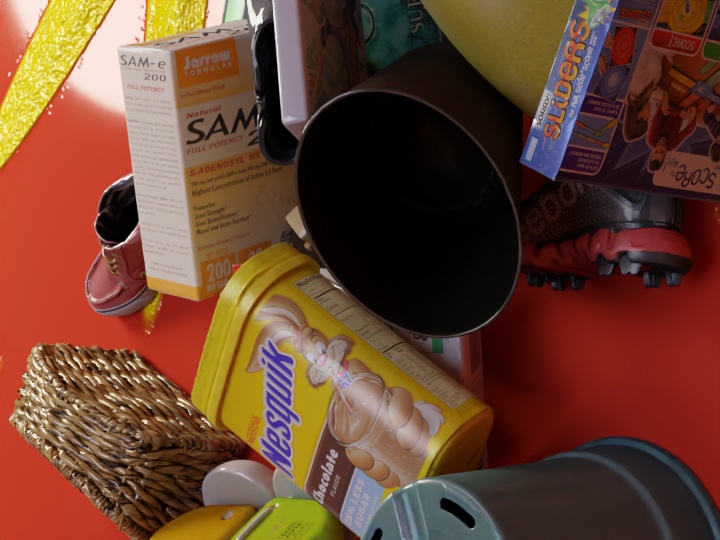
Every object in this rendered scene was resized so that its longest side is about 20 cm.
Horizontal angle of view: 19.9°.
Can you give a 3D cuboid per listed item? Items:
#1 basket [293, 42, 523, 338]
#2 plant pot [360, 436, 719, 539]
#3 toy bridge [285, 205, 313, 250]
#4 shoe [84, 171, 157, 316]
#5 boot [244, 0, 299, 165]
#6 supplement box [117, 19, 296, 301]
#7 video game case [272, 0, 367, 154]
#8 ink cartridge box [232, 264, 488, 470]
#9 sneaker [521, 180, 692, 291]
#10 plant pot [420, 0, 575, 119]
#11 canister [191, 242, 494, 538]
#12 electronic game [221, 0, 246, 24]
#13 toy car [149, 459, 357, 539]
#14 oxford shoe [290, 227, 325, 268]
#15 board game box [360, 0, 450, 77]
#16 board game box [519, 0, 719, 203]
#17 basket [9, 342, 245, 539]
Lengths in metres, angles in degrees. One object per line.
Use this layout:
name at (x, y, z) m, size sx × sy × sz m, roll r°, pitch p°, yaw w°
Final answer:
basket at (0.046, -0.075, 1.409) m, size 0.135 × 0.200 × 0.181 m, roll -28°, pitch 106°, yaw 20°
plant pot at (0.112, 0.212, 1.368) m, size 0.199 × 0.195 × 0.202 m, roll -4°, pitch 84°, yaw 46°
toy bridge at (0.029, -0.086, 1.567) m, size 0.200 × 0.067 × 0.027 m, roll -44°, pitch 55°, yaw 10°
shoe at (-0.204, -0.026, 1.798) m, size 0.200 × 0.091 × 0.072 m, roll -39°, pitch 60°, yaw 37°
boot at (-0.055, -0.181, 1.513) m, size 0.069 × 0.132 × 0.202 m, roll -12°, pitch 94°, yaw 6°
supplement box at (-0.114, -0.091, 1.646) m, size 0.073 × 0.125 × 0.202 m, roll 12°, pitch 114°, yaw 47°
video game case at (-0.027, -0.172, 1.472) m, size 0.022 × 0.182 × 0.202 m, roll -9°, pitch 74°, yaw 14°
ink cartridge box at (-0.006, 0.081, 1.518) m, size 0.198 × 0.050 × 0.162 m, roll 4°, pitch 113°, yaw 22°
sneaker at (0.152, -0.038, 1.441) m, size 0.200 × 0.070 × 0.099 m, roll -3°, pitch 77°, yaw 50°
plant pot at (0.147, -0.181, 1.394) m, size 0.199 × 0.200 × 0.143 m, roll -18°, pitch 99°, yaw 44°
canister at (-0.013, 0.096, 1.454) m, size 0.200 × 0.086 × 0.149 m, roll 37°, pitch 131°, yaw 23°
electronic game at (-0.047, -0.202, 1.685) m, size 0.199 × 0.041 × 0.202 m, roll -5°, pitch 83°, yaw 47°
toy car at (-0.079, 0.244, 1.614) m, size 0.199 × 0.175 × 0.151 m, roll -12°, pitch 112°, yaw 45°
oxford shoe at (0.000, 0.000, 1.587) m, size 0.200 × 0.084 × 0.073 m, roll 34°, pitch 112°, yaw 44°
board game box at (0.002, -0.235, 1.602) m, size 0.134 × 0.028 × 0.202 m, roll -9°, pitch 80°, yaw 16°
board game box at (0.198, -0.115, 1.303) m, size 0.034 × 0.199 × 0.136 m, roll 31°, pitch 108°, yaw 43°
basket at (-0.219, 0.168, 1.759) m, size 0.200 × 0.142 × 0.150 m, roll 34°, pitch 110°, yaw 43°
